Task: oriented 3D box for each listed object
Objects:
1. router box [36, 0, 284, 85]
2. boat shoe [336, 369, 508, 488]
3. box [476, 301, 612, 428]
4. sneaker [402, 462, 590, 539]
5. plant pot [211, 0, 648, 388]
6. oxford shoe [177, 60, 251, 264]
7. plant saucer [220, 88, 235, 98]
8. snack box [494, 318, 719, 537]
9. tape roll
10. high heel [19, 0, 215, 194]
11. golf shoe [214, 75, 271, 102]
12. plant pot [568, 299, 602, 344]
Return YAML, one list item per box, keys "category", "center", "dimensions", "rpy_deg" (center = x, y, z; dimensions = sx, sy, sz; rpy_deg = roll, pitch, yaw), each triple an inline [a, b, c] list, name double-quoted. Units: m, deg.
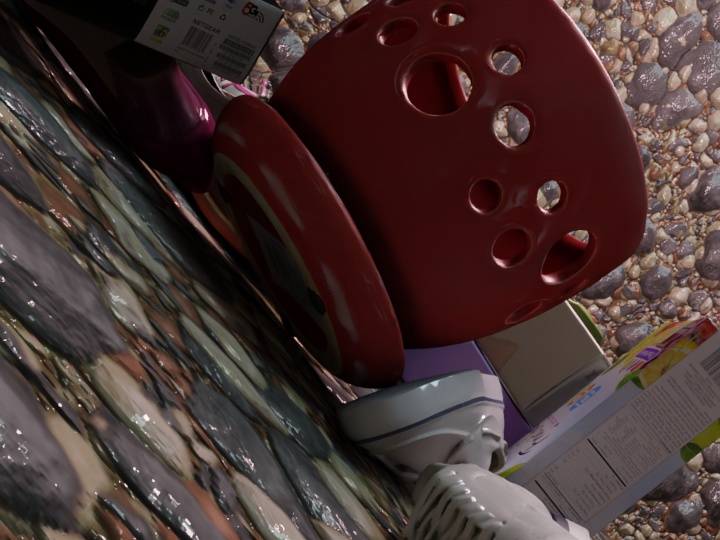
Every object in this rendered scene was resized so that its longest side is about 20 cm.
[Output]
- category: "router box"
  center: [-0.153, -0.179, 0.584]
  dimensions: [0.200, 0.051, 0.149]
  rpy_deg: [17, 26, -42]
- category: "boat shoe"
  center: [0.048, 0.094, 0.651]
  dimensions: [0.200, 0.073, 0.066]
  rpy_deg: [10, 63, -66]
- category: "box"
  center: [0.131, 0.039, 0.951]
  dimensions: [0.095, 0.078, 0.200]
  rpy_deg: [50, 8, -48]
- category: "sneaker"
  center: [0.054, 0.125, 0.488]
  dimensions: [0.080, 0.076, 0.200]
  rpy_deg: [39, -3, 4]
- category: "plant pot"
  center: [0.027, -0.050, 0.643]
  dimensions: [0.201, 0.182, 0.201]
  rpy_deg: [55, -16, 24]
- category: "oxford shoe"
  center: [-0.075, -0.065, 0.748]
  dimensions: [0.200, 0.073, 0.071]
  rpy_deg: [51, 3, 3]
- category: "plant saucer"
  center: [-0.077, -0.082, 0.910]
  dimensions: [0.200, 0.032, 0.200]
  rpy_deg: [35, 15, -11]
- category: "snack box"
  center: [0.161, 0.117, 0.782]
  dimensions: [0.068, 0.200, 0.169]
  rpy_deg: [50, 2, 7]
- category: "tape roll"
  center: [0.106, 0.127, 0.972]
  dimensions: [0.200, 0.066, 0.200]
  rpy_deg: [56, 6, -8]
- category: "high heel"
  center: [-0.150, -0.126, 0.699]
  dimensions: [0.200, 0.067, 0.096]
  rpy_deg: [54, -15, 40]
- category: "golf shoe"
  center: [-0.137, -0.154, 1.132]
  dimensions: [0.092, 0.073, 0.200]
  rpy_deg: [17, 15, -10]
- category: "plant pot"
  center: [0.166, 0.090, 1.318]
  dimensions: [0.200, 0.190, 0.200]
  rpy_deg: [50, 2, -3]
